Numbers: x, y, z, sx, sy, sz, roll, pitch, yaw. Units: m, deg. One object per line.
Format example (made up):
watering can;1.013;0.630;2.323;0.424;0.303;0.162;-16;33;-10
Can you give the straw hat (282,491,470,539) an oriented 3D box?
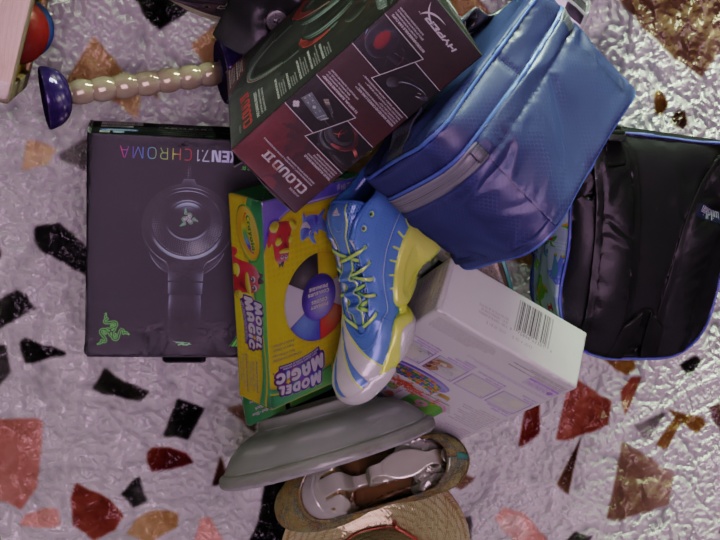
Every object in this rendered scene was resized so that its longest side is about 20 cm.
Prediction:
straw hat;0.023;0.297;1.080;0.198;0.085;0.204;-3;103;-11

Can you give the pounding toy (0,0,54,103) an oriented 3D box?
pounding toy;-0.264;-0.236;0.840;0.140;0.184;0.203;15;100;-15

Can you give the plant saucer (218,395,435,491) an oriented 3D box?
plant saucer;-0.034;0.141;0.983;0.197;0.200;0.051;-16;87;-8

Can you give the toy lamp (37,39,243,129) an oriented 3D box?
toy lamp;-0.166;-0.159;0.937;0.197;0.058;0.059;-13;106;-19

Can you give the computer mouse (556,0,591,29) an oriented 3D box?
computer mouse;0.165;-0.228;1.004;0.108;0.044;0.202;20;99;-13

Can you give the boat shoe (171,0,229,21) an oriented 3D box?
boat shoe;-0.138;-0.251;0.925;0.197;0.065;0.073;14;99;-15

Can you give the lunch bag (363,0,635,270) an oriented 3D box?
lunch bag;0.102;-0.118;0.845;0.132;0.135;0.201;41;64;-16

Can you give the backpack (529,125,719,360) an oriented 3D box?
backpack;0.239;-0.027;1.015;0.180;0.147;0.203;5;98;-15

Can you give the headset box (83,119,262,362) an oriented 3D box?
headset box;-0.150;-0.021;0.964;0.171;0.093;0.203;2;104;-12

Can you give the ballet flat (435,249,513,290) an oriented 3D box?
ballet flat;0.085;-0.052;1.024;0.066;0.068;0.203;-17;96;-3

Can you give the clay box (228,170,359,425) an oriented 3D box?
clay box;-0.049;0.026;0.926;0.114;0.047;0.203;-20;115;-42

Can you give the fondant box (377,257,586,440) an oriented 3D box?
fondant box;0.081;0.077;0.986;0.143;0.200;0.059;29;56;-16

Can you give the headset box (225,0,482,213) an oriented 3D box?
headset box;-0.020;-0.147;0.835;0.199;0.149;0.075;-39;119;16

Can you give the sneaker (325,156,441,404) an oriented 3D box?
sneaker;0.000;0.000;0.895;0.104;0.075;0.202;29;75;-31

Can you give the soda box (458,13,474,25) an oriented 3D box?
soda box;0.081;-0.178;0.949;0.198;0.063;0.071;25;99;-13

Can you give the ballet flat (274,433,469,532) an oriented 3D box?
ballet flat;0.004;0.195;1.039;0.197;0.071;0.072;-17;107;10

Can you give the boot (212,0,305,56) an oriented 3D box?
boot;-0.072;-0.270;0.878;0.163;0.066;0.202;21;120;-12
